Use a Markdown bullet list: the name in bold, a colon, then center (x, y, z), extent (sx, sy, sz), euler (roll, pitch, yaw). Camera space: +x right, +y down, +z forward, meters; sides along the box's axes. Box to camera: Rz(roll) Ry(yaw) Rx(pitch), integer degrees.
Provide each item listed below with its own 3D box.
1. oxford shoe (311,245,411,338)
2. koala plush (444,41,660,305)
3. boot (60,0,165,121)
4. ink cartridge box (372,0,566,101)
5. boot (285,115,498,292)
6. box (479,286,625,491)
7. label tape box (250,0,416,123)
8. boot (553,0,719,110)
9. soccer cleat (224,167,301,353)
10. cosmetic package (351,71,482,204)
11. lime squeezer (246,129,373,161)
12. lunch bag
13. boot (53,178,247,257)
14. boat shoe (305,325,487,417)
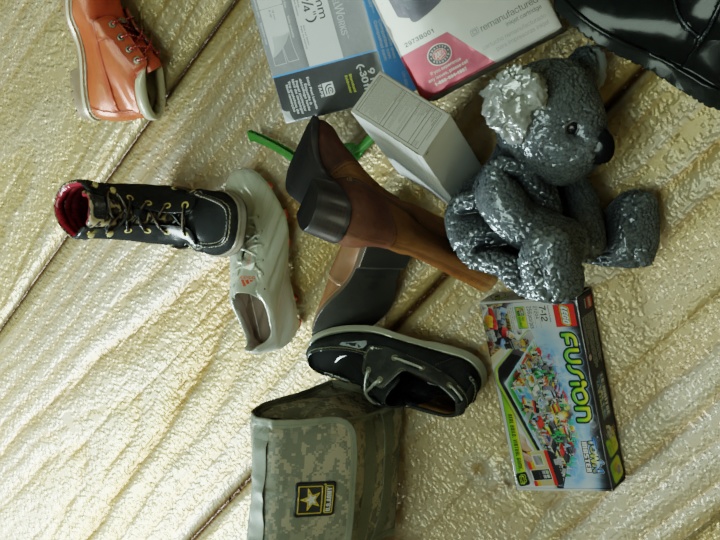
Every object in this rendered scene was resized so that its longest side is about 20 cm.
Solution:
- **oxford shoe**: center (0.000, 0.000, 1.676), extent (0.200, 0.071, 0.071), euler (-59, 35, 40)
- **koala plush**: center (0.165, -0.102, 1.460), extent (0.183, 0.177, 0.201), euler (23, 122, 38)
- **boot**: center (-0.260, -0.255, 1.749), extent (0.107, 0.075, 0.201), euler (11, 120, 27)
- **ink cartridge box**: center (0.079, -0.276, 1.477), extent (0.144, 0.084, 0.201), euler (-27, 90, 12)
- **boot**: center (0.034, -0.068, 1.562), extent (0.199, 0.188, 0.069), euler (17, 112, -20)
- **box**: center (0.190, 0.119, 1.598), extent (0.110, 0.035, 0.201), euler (-5, 103, 34)
- **label tape box**: center (-0.001, -0.237, 1.584), extent (0.199, 0.063, 0.145), euler (-10, 101, 36)
- **boot**: center (0.283, -0.248, 1.388), extent (0.198, 0.073, 0.163), euler (33, 124, 12)
- **soccer cleat**: center (-0.112, -0.009, 1.726), extent (0.069, 0.078, 0.201), euler (-4, 104, 34)
- **cosmetic package**: center (0.060, -0.116, 1.508), extent (0.082, 0.200, 0.051), euler (36, 88, 19)
- **lime squeezer**: center (-0.027, -0.127, 1.661), extent (0.199, 0.038, 0.071), euler (-10, 82, 36)
- **lunch bag**: center (-0.046, 0.214, 1.673), extent (0.117, 0.200, 0.165), euler (10, 103, 31)
- **boot**: center (-0.222, -0.058, 1.704), extent (0.200, 0.150, 0.074), euler (18, 103, 55)
- **boat shoe**: center (0.027, 0.105, 1.664), extent (0.199, 0.068, 0.072), euler (11, 137, 25)
